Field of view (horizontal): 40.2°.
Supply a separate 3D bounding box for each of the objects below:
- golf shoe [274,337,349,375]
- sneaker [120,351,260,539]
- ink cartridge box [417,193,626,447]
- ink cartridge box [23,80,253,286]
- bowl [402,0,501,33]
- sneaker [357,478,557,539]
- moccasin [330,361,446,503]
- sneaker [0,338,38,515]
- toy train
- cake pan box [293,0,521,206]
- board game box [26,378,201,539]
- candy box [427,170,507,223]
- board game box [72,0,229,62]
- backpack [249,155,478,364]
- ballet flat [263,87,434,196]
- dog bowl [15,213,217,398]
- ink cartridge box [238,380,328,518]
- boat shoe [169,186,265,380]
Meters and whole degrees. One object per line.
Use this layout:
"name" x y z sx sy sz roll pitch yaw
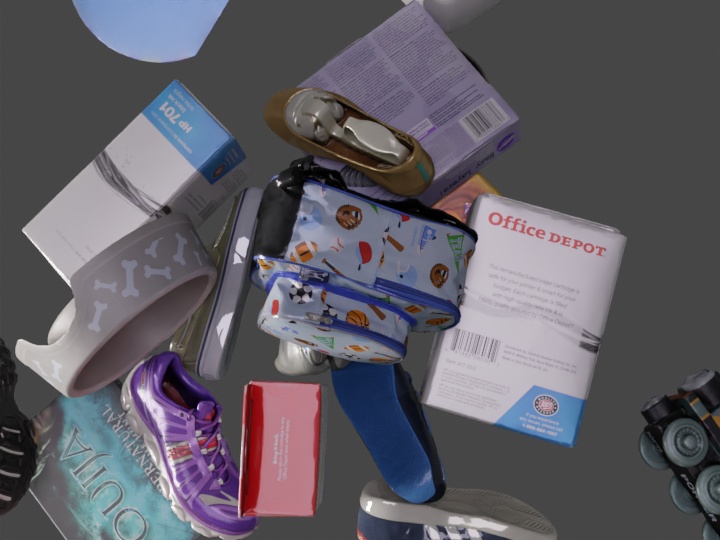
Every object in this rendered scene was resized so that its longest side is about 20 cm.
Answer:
"golf shoe" -0.055 0.010 0.993 0.078 0.097 0.202 27 55 -35
"sneaker" -0.159 0.170 0.957 0.083 0.080 0.201 -39 83 33
"ink cartridge box" 0.149 0.047 0.924 0.145 0.086 0.203 16 84 2
"ink cartridge box" -0.208 -0.069 0.959 0.200 0.146 0.086 -44 84 -4
"bowl" 0.101 -0.382 1.037 0.199 0.075 0.201 -38 83 -4
"sneaker" 0.092 0.264 0.969 0.197 0.075 0.086 11 102 -2
"moccasin" 0.024 0.143 0.973 0.080 0.068 0.202 -29 59 16
"sneaker" -0.376 0.153 0.967 0.079 0.074 0.201 -32 57 11
"toy train" 0.362 0.196 0.965 0.113 0.085 0.201 -33 82 -15
"cake pan box" 0.038 -0.154 0.995 0.199 0.052 0.185 -37 68 -2
"board game box" -0.253 0.214 0.994 0.135 0.028 0.201 -39 84 -4
"candy box" 0.138 0.002 1.000 0.200 0.056 0.117 44 85 4
"board game box" -0.209 -0.319 1.053 0.157 0.039 0.201 31 90 -1
"backpack" 0.000 0.000 0.846 0.188 0.200 0.156 8 85 -8
"ballet flat" -0.016 -0.138 0.941 0.198 0.063 0.069 27 78 22
"dog bowl" -0.214 0.037 0.896 0.200 0.200 0.059 -42 83 -4
"ink cartridge box" -0.068 0.162 0.911 0.066 0.200 0.118 2 83 1
"boat shoe" -0.144 0.009 0.996 0.061 0.072 0.203 15 86 4
